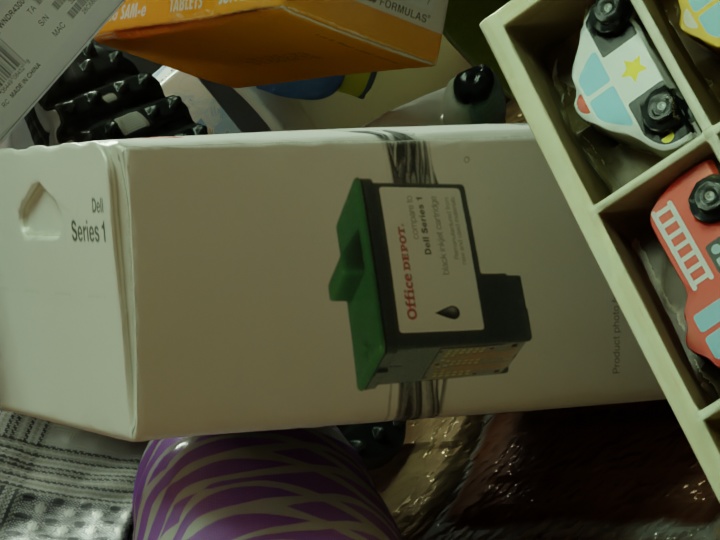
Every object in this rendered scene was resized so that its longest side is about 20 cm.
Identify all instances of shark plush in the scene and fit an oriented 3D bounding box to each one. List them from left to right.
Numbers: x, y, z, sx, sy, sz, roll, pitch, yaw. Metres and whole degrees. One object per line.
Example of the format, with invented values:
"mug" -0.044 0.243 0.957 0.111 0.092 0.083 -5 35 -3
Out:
"shark plush" 0.029 -0.020 0.980 0.091 0.083 0.200 -26 1 8

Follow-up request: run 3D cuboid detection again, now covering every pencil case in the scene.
"pencil case" -0.026 0.099 0.788 0.084 0.086 0.200 3 14 -6

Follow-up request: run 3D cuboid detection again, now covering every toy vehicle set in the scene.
"toy vehicle set" 0.120 -0.017 0.634 0.124 0.027 0.200 -35 56 17

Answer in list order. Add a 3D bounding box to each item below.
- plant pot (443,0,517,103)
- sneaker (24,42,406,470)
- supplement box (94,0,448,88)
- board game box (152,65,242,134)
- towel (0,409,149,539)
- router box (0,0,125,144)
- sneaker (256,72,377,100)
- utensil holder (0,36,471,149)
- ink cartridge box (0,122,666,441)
"plant pot" 0.138 -0.179 1.047 0.200 0.187 0.187 -35 10 -34
"sneaker" -0.073 0.010 0.961 0.066 0.200 0.091 -25 -16 -50
"supplement box" -0.019 -0.174 0.960 0.126 0.073 0.200 -2 75 52
"board game box" -0.106 0.031 1.054 0.200 0.135 0.034 -41 15 -4
"towel" -0.151 0.096 0.921 0.193 0.200 0.035 -70 -6 -62
"router box" -0.181 -0.018 0.883 0.179 0.049 0.200 -30 20 54
"sneaker" -0.039 -0.148 1.092 0.200 0.078 0.066 -98 18 -45
"utensil holder" -0.049 -0.086 1.198 0.170 0.170 0.200 -26 19 40
"ink cartridge box" 0.000 0.000 0.794 0.200 0.085 0.146 -4 2 -22
